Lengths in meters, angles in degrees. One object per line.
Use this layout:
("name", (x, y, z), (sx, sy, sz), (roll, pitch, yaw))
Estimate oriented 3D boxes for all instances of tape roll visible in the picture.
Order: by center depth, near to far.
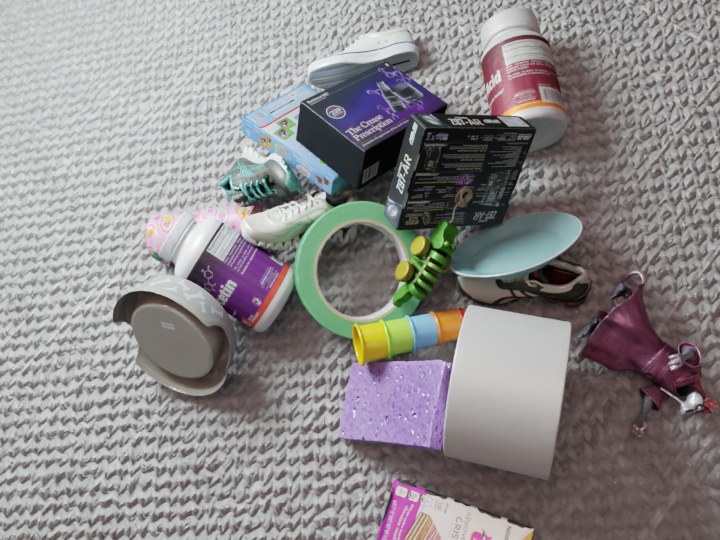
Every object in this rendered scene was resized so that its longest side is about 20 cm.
("tape roll", (0.193, 0.157, 0.935), (0.136, 0.203, 0.207), (8, 73, 15))
("tape roll", (0.000, 0.000, 1.065), (0.196, 0.048, 0.206), (0, 91, -9))

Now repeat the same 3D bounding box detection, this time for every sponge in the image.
("sponge", (0.046, 0.184, 0.988), (0.198, 0.029, 0.114), (-10, 62, 51))

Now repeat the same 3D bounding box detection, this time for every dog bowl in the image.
("dog bowl", (-0.274, 0.095, 1.073), (0.196, 0.203, 0.059), (13, 40, 16))

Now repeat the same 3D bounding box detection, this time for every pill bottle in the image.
("pill bottle", (-0.203, -0.001, 1.085), (0.198, 0.112, 0.114), (33, 79, -10))
("pill bottle", (0.252, -0.301, 1.125), (0.112, 0.114, 0.204), (-10, 69, 9))

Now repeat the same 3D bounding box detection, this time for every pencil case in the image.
("pencil case", (-0.251, -0.059, 1.171), (0.195, 0.088, 0.089), (-4, 70, 10))

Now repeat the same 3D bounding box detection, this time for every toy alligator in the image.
("toy alligator", (0.110, -0.025, 1.011), (0.202, 0.059, 0.054), (-57, 33, 10))

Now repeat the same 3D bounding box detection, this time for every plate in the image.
("plate", (0.223, -0.031, 1.025), (0.196, 0.201, 0.026), (-20, 109, 5))

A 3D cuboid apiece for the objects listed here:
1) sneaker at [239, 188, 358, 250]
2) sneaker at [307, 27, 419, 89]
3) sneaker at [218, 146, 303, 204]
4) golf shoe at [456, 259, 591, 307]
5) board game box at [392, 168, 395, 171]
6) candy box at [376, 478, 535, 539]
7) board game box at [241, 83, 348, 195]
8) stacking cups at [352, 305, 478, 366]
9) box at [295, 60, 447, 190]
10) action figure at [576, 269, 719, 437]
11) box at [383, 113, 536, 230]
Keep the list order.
("sneaker", (-0.091, -0.086, 1.100), (0.196, 0.082, 0.076), (-10, 48, -26))
("sneaker", (0.002, -0.368, 1.234), (0.195, 0.073, 0.072), (-11, 60, -1))
("sneaker", (-0.162, -0.137, 1.137), (0.091, 0.078, 0.199), (-44, 30, -15))
("golf shoe", (0.236, 0.006, 1.039), (0.195, 0.088, 0.079), (1, 73, 14))
("board game box", (0.029, -0.223, 1.197), (0.196, 0.023, 0.107), (12, 75, 16))
("candy box", (0.120, 0.379, 0.950), (0.196, 0.061, 0.139), (15, 75, 16))
("board game box", (-0.070, -0.218, 1.151), (0.199, 0.037, 0.151), (36, 52, 22))
("stacking cups", (0.089, 0.093, 1.031), (0.195, 0.061, 0.062), (-8, 68, -12))
("box", (0.018, -0.230, 1.103), (0.140, 0.080, 0.199), (38, 52, 23))
("action figure", (0.400, 0.124, 0.975), (0.199, 0.135, 0.149), (40, 40, 9))
("box", (0.143, -0.141, 1.025), (0.196, 0.163, 0.044), (-6, 39, -28))
